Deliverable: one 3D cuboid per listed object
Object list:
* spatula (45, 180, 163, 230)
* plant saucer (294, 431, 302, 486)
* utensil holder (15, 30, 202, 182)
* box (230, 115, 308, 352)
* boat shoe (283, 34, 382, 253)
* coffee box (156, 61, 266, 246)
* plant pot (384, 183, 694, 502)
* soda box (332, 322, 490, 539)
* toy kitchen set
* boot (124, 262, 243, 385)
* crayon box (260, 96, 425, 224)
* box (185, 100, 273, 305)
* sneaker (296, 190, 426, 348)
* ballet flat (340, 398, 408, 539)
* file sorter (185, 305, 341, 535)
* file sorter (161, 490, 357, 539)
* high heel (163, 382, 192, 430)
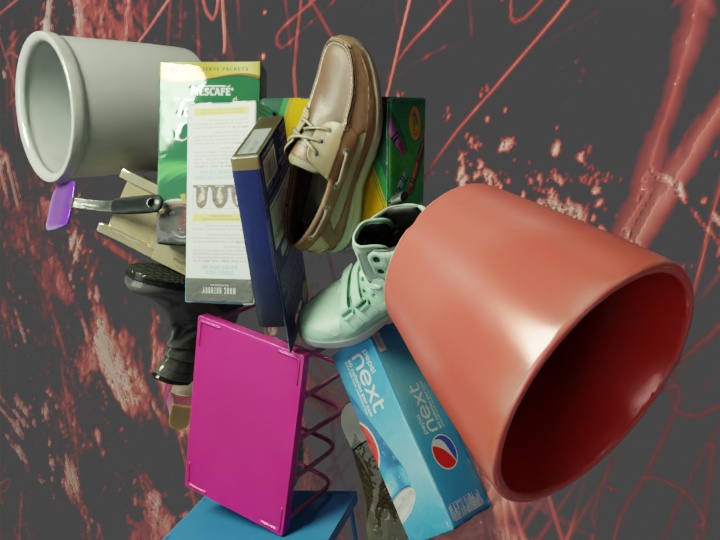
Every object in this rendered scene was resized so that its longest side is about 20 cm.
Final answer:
[{"bbox_3d":[-0.298,-0.076,0.864,0.195,0.020,0.058,2,79,28],"label":"spatula"},{"bbox_3d":[-0.149,0.209,0.997,0.197,0.027,0.206,11,105,44],"label":"plant saucer"},{"bbox_3d":[-0.308,-0.206,0.957,0.167,0.197,0.175,12,106,44],"label":"utensil holder"},{"bbox_3d":[-0.085,-0.034,0.739,0.031,0.122,0.205,-4,116,7],"label":"box"},{"bbox_3d":[-0.031,-0.109,0.692,0.075,0.071,0.206,22,114,40],"label":"boat shoe"},{"bbox_3d":[-0.167,-0.130,0.845,0.119,0.044,0.207,2,89,4],"label":"coffee box"},{"bbox_3d":[0.121,0.037,0.579,0.177,0.196,0.205,45,127,42],"label":"plant pot"},{"bbox_3d":[0.048,0.158,0.753,0.068,0.063,0.204,-37,70,43],"label":"soda box"},{"bbox_3d":[-0.187,-0.080,0.958,0.196,0.180,0.167,26,91,0],"label":"toy kitchen set"},{"bbox_3d":[-0.220,0.074,0.904,0.069,0.199,0.134,25,90,34],"label":"boot"},{"bbox_3d":[-0.023,-0.116,0.777,0.197,0.057,0.123,12,106,44],"label":"crayon box"},{"bbox_3d":[-0.136,-0.069,0.787,0.080,0.049,0.207,1,91,17],"label":"box"},{"bbox_3d":[0.000,0.000,0.694,0.197,0.118,0.075,-24,50,23],"label":"sneaker"},{"bbox_3d":[0.026,0.231,0.810,0.066,0.046,0.205,-18,90,15],"label":"ballet flat"},{"bbox_3d":[-0.098,0.152,0.844,0.136,0.125,0.206,16,108,26],"label":"file sorter"},{"bbox_3d":[-0.106,0.337,0.849,0.194,0.139,0.126,-6,100,19],"label":"file sorter"},{"bbox_3d":[-0.229,0.115,1.054,0.096,0.066,0.205,-121,45,-64],"label":"high heel"}]
